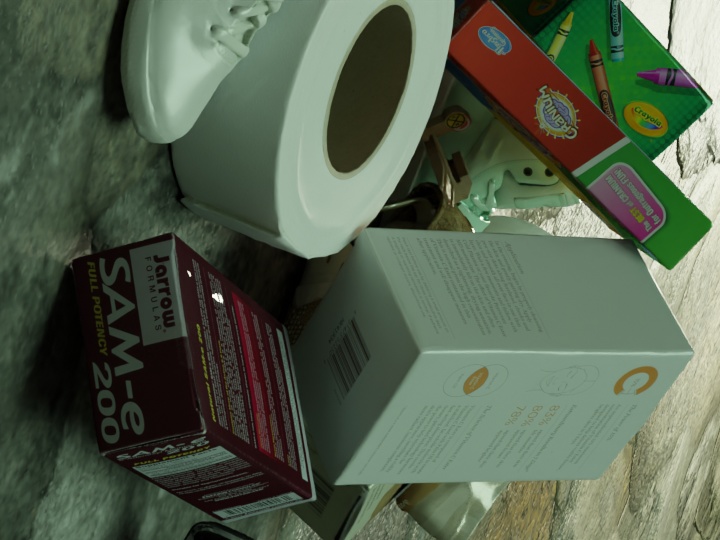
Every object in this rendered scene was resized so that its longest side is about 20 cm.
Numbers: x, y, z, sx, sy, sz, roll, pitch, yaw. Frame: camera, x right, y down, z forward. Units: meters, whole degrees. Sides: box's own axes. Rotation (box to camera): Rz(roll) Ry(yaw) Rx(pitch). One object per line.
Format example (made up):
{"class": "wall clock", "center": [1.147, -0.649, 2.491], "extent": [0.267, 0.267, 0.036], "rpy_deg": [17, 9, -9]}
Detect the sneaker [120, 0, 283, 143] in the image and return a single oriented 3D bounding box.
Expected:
{"class": "sneaker", "center": [-0.053, -0.153, 1.206], "extent": [0.075, 0.088, 0.201], "rpy_deg": [45, 65, -70]}

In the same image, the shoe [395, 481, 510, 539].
{"class": "shoe", "center": [0.108, 0.108, 1.599], "extent": [0.200, 0.053, 0.070], "rpy_deg": [-42, 171, -23]}

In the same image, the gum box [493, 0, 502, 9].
{"class": "gum box", "center": [0.141, -0.151, 1.763], "extent": [0.114, 0.066, 0.200], "rpy_deg": [-68, 160, -9]}

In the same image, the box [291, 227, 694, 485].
{"class": "box", "center": [0.076, 0.053, 1.430], "extent": [0.199, 0.098, 0.125], "rpy_deg": [2, 137, -32]}

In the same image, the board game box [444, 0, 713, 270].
{"class": "board game box", "center": [0.121, -0.094, 1.501], "extent": [0.040, 0.200, 0.153], "rpy_deg": [-46, -167, 2]}

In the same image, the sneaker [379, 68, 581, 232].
{"class": "sneaker", "center": [0.084, -0.039, 1.631], "extent": [0.074, 0.118, 0.201], "rpy_deg": [4, 104, -72]}

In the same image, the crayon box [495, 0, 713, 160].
{"class": "crayon box", "center": [0.142, -0.157, 1.543], "extent": [0.058, 0.119, 0.200], "rpy_deg": [-43, -157, 7]}

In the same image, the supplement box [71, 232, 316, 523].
{"class": "supplement box", "center": [-0.086, 0.062, 1.281], "extent": [0.200, 0.061, 0.109], "rpy_deg": [48, 30, -68]}

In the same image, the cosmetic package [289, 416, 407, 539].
{"class": "cosmetic package", "center": [0.035, 0.081, 1.561], "extent": [0.200, 0.071, 0.105], "rpy_deg": [-41, 167, -29]}

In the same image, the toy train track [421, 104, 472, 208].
{"class": "toy train track", "center": [0.040, -0.117, 1.501], "extent": [0.200, 0.032, 0.115], "rpy_deg": [60, 9, -47]}

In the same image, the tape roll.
{"class": "tape roll", "center": [-0.024, -0.110, 1.331], "extent": [0.203, 0.071, 0.203], "rpy_deg": [-51, 153, -38]}

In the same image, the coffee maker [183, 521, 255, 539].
{"class": "coffee maker", "center": [-0.110, 0.275, 1.354], "extent": [0.200, 0.134, 0.193], "rpy_deg": [-54, 154, -40]}

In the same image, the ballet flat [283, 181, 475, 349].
{"class": "ballet flat", "center": [0.000, 0.000, 1.530], "extent": [0.200, 0.070, 0.065], "rpy_deg": [-38, 107, -48]}

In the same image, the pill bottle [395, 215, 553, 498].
{"class": "pill bottle", "center": [0.078, 0.065, 1.710], "extent": [0.200, 0.113, 0.113], "rpy_deg": [-59, 157, -32]}
